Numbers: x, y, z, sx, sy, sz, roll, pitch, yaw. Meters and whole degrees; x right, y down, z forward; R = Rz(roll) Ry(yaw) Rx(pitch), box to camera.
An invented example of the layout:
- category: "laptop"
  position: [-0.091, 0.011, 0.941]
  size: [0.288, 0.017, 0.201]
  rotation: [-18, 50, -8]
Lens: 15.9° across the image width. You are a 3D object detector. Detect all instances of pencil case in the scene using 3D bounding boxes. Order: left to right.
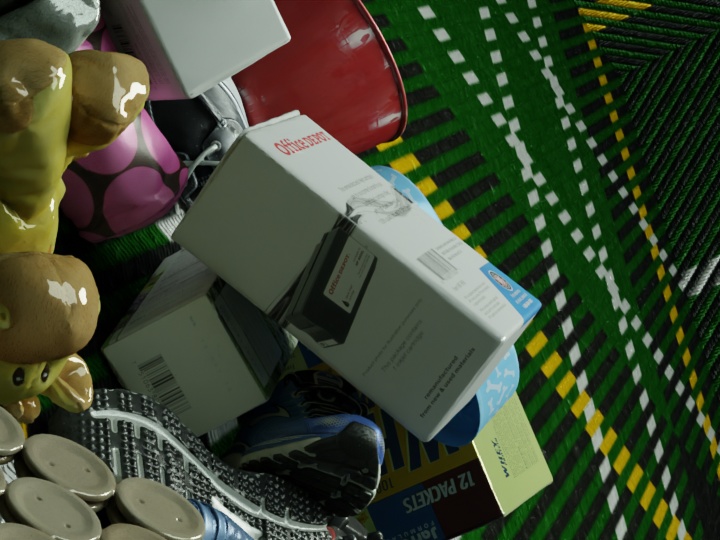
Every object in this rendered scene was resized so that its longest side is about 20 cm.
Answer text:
- category: "pencil case"
  position: [-0.179, -0.121, 1.592]
  size: [0.201, 0.090, 0.094]
  rotation: [65, 16, -15]

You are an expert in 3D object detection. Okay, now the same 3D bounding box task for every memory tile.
- category: "memory tile"
  position: [-0.167, 0.106, 1.195]
  size: [0.199, 0.017, 0.153]
  rotation: [28, 19, -8]

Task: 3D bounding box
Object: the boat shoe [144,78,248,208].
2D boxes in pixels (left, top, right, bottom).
- category: "boat shoe"
  position: [-0.108, -0.078, 1.826]
  size: [0.068, 0.071, 0.201]
  rotation: [-99, 166, -51]

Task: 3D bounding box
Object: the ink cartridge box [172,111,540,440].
- category: "ink cartridge box"
  position: [0.000, 0.000, 1.583]
  size: [0.200, 0.084, 0.145]
  rotation: [39, 14, 6]

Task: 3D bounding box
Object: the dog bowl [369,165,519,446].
- category: "dog bowl"
  position: [0.036, 0.019, 1.720]
  size: [0.201, 0.049, 0.111]
  rotation: [59, -28, 2]

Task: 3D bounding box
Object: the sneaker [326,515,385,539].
- category: "sneaker"
  position: [-0.010, 0.241, 1.574]
  size: [0.071, 0.098, 0.201]
  rotation: [39, 19, -42]

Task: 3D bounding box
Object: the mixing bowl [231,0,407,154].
- category: "mixing bowl"
  position: [-0.070, -0.149, 1.909]
  size: [0.200, 0.108, 0.201]
  rotation: [43, -22, 23]

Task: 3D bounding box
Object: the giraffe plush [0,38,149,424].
- category: "giraffe plush"
  position: [-0.189, -0.008, 1.308]
  size: [0.200, 0.171, 0.164]
  rotation: [129, -47, -67]

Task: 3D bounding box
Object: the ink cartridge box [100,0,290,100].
- category: "ink cartridge box"
  position: [-0.141, -0.190, 1.656]
  size: [0.145, 0.084, 0.200]
  rotation: [64, -19, -13]

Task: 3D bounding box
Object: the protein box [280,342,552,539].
- category: "protein box"
  position: [0.027, 0.101, 1.880]
  size: [0.200, 0.134, 0.200]
  rotation: [67, 14, 3]

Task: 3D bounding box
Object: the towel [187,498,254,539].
- category: "towel"
  position: [-0.071, 0.211, 1.446]
  size: [0.200, 0.048, 0.112]
  rotation: [45, 60, -49]

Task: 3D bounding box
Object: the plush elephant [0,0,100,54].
- category: "plush elephant"
  position: [-0.219, -0.159, 1.353]
  size: [0.166, 0.154, 0.200]
  rotation: [62, 14, -10]

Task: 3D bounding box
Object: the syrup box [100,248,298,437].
- category: "syrup box"
  position: [-0.094, 0.035, 1.654]
  size: [0.079, 0.081, 0.200]
  rotation: [60, 14, -11]

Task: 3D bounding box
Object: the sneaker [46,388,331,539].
- category: "sneaker"
  position: [-0.109, 0.138, 1.481]
  size: [0.200, 0.080, 0.074]
  rotation: [36, 37, -33]

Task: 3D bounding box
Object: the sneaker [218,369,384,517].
- category: "sneaker"
  position: [-0.035, 0.099, 1.583]
  size: [0.078, 0.090, 0.200]
  rotation: [27, -15, -17]
